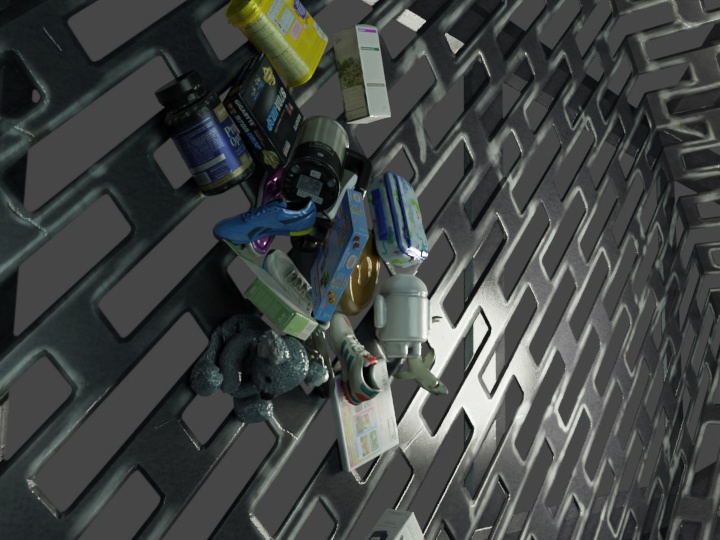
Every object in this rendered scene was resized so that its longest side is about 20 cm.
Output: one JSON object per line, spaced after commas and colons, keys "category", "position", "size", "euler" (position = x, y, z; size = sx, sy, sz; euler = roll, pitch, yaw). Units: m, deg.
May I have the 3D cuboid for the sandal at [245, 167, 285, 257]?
{"category": "sandal", "position": [-0.169, -0.117, 1.557], "size": [0.082, 0.049, 0.206], "euler": [37, 57, -42]}

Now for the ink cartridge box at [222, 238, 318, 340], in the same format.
{"category": "ink cartridge box", "position": [-0.174, 0.037, 1.436], "size": [0.048, 0.199, 0.145], "euler": [-48, 163, 0]}

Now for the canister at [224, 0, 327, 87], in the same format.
{"category": "canister", "position": [-0.163, -0.489, 1.584], "size": [0.200, 0.085, 0.151], "euler": [45, 54, -38]}

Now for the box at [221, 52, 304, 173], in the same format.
{"category": "box", "position": [-0.182, -0.306, 1.516], "size": [0.160, 0.045, 0.202], "euler": [57, 25, -28]}

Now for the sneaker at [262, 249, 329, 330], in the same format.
{"category": "sneaker", "position": [-0.119, 0.040, 1.570], "size": [0.075, 0.086, 0.202], "euler": [-49, 120, -38]}

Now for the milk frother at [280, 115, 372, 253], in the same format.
{"category": "milk frother", "position": [-0.089, -0.169, 1.592], "size": [0.179, 0.200, 0.190], "euler": [35, 31, -16]}

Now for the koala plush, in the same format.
{"category": "koala plush", "position": [-0.168, 0.163, 1.412], "size": [0.177, 0.197, 0.187], "euler": [40, 57, -37]}

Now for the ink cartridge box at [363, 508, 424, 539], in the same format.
{"category": "ink cartridge box", "position": [0.060, 0.643, 1.703], "size": [0.200, 0.083, 0.147], "euler": [-42, 115, -43]}

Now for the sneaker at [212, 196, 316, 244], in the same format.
{"category": "sneaker", "position": [-0.179, -0.102, 1.469], "size": [0.196, 0.067, 0.080], "euler": [-8, 133, -13]}

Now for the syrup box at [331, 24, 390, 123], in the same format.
{"category": "syrup box", "position": [0.002, -0.439, 1.772], "size": [0.081, 0.078, 0.205], "euler": [-12, 94, -48]}

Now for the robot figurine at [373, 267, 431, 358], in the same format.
{"category": "robot figurine", "position": [0.097, 0.096, 1.791], "size": [0.167, 0.112, 0.205], "euler": [8, 80, -40]}

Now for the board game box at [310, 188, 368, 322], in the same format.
{"category": "board game box", "position": [-0.043, -0.029, 1.484], "size": [0.036, 0.202, 0.153], "euler": [15, 32, -16]}

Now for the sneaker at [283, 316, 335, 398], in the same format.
{"category": "sneaker", "position": [-0.115, 0.192, 1.573], "size": [0.113, 0.076, 0.202], "euler": [-26, 134, -15]}

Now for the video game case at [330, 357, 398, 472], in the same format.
{"category": "video game case", "position": [0.009, 0.312, 1.732], "size": [0.180, 0.023, 0.205], "euler": [-15, 98, -48]}

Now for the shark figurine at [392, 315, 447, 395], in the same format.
{"category": "shark figurine", "position": [0.143, 0.208, 1.879], "size": [0.090, 0.125, 0.218], "euler": [68, 19, -54]}

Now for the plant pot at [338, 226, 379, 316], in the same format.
{"category": "plant pot", "position": [0.000, 0.000, 1.705], "size": [0.199, 0.027, 0.205], "euler": [7, 90, -66]}

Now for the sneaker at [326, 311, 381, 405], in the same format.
{"category": "sneaker", "position": [-0.005, 0.176, 1.658], "size": [0.070, 0.093, 0.204], "euler": [-5, 76, -47]}

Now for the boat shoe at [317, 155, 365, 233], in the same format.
{"category": "boat shoe", "position": [-0.030, -0.153, 1.717], "size": [0.091, 0.070, 0.202], "euler": [56, 51, -38]}

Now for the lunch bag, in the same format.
{"category": "lunch bag", "position": [0.081, -0.113, 1.780], "size": [0.160, 0.081, 0.204], "euler": [21, 55, -59]}

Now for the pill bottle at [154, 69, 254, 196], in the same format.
{"category": "pill bottle", "position": [-0.279, -0.244, 1.401], "size": [0.112, 0.110, 0.202], "euler": [-48, 121, -40]}
